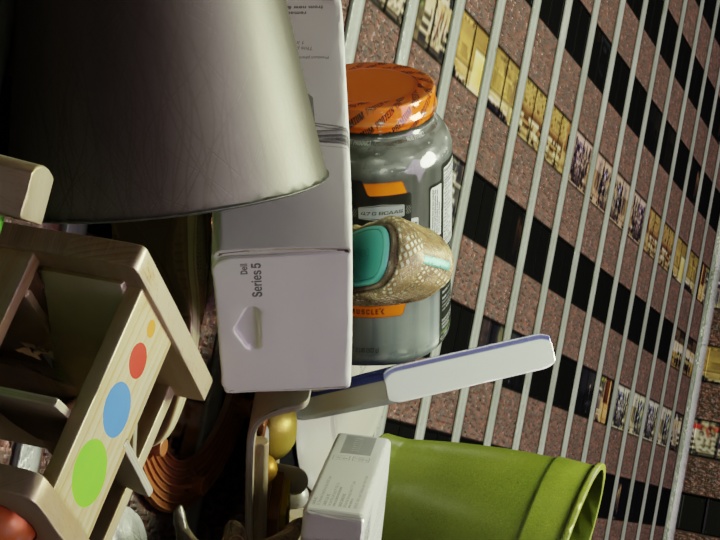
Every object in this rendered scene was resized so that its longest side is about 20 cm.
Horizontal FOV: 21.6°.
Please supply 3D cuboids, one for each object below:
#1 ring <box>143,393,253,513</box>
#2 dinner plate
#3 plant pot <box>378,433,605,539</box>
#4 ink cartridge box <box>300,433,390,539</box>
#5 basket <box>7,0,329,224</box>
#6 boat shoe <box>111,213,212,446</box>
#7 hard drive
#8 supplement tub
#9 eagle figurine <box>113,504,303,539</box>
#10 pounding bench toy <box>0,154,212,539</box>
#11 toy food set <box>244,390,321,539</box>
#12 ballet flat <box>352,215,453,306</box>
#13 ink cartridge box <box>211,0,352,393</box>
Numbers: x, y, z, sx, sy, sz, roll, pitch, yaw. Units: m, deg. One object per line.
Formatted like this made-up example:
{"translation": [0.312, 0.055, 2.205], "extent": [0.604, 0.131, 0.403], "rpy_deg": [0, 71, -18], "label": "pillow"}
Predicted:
{"translation": [-0.104, 0.065, 1.277], "extent": [0.200, 0.019, 0.203], "rpy_deg": [9, 90, -70], "label": "ring"}
{"translation": [-0.006, 0.086, 1.554], "extent": [0.200, 0.024, 0.203], "rpy_deg": [8, 90, -70], "label": "dinner plate"}
{"translation": [0.085, 0.228, 1.593], "extent": [0.200, 0.191, 0.202], "rpy_deg": [18, 90, -76], "label": "plant pot"}
{"translation": [-0.013, 0.221, 1.283], "extent": [0.200, 0.044, 0.178], "rpy_deg": [-56, 151, -79], "label": "ink cartridge box"}
{"translation": [-0.109, -0.140, 0.996], "extent": [0.136, 0.178, 0.202], "rpy_deg": [-148, -128, -67], "label": "basket"}
{"translation": [-0.117, 0.006, 1.139], "extent": [0.064, 0.071, 0.202], "rpy_deg": [-3, 101, -69], "label": "boat shoe"}
{"translation": [0.041, 0.080, 1.388], "extent": [0.200, 0.131, 0.026], "rpy_deg": [159, -81, -68], "label": "hard drive"}
{"translation": [0.007, -0.042, 1.386], "extent": [0.123, 0.121, 0.202], "rpy_deg": [-48, 141, -57], "label": "supplement tub"}
{"translation": [-0.123, 0.257, 1.203], "extent": [0.150, 0.152, 0.201], "rpy_deg": [9, 127, -32], "label": "eagle figurine"}
{"translation": [-0.179, 0.057, 0.912], "extent": [0.201, 0.123, 0.157], "rpy_deg": [71, 35, -53], "label": "pounding bench toy"}
{"translation": [-0.045, 0.135, 1.332], "extent": [0.144, 0.060, 0.202], "rpy_deg": [-85, 178, -60], "label": "toy food set"}
{"translation": [0.000, 0.000, 1.280], "extent": [0.065, 0.199, 0.071], "rpy_deg": [12, 87, -26], "label": "ballet flat"}
{"translation": [-0.048, -0.046, 1.166], "extent": [0.146, 0.083, 0.202], "rpy_deg": [90, -2, -54], "label": "ink cartridge box"}
